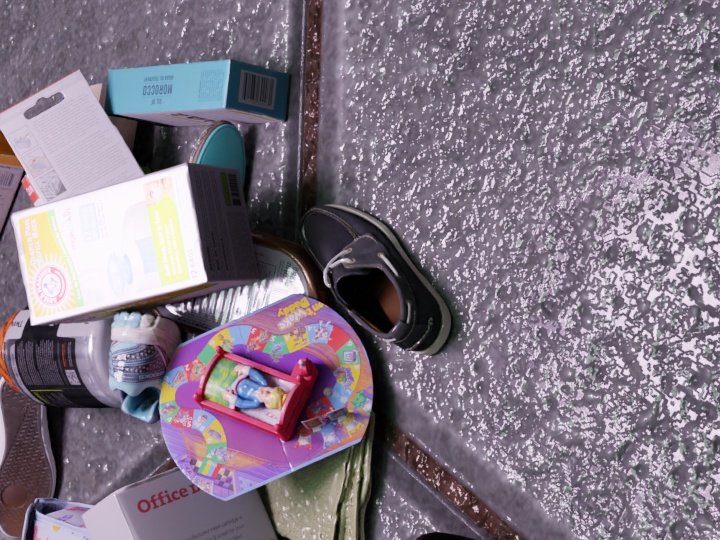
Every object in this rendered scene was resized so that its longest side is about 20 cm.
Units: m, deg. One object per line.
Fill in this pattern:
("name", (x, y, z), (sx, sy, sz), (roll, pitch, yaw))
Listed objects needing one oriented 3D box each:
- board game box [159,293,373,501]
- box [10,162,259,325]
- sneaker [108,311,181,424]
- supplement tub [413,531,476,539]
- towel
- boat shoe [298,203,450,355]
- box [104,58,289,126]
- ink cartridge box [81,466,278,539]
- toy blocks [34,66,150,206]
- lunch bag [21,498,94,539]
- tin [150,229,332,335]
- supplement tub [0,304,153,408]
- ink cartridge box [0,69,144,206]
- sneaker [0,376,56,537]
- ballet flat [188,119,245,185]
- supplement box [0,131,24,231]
("board game box", (-0.090, 0.104, 1.326), (0.199, 0.039, 0.159), (-23, 66, 1))
("box", (-0.210, -0.021, 1.386), (0.199, 0.101, 0.113), (-13, 85, 24))
("sneaker", (-0.201, 0.108, 1.433), (0.077, 0.200, 0.087), (7, 70, 16))
("supplement tub", (0.061, 0.324, 1.212), (0.107, 0.106, 0.201), (27, 106, 43))
("towel", (-0.062, 0.177, 1.397), (0.199, 0.036, 0.150), (14, 97, 44))
("boat shoe", (0.000, 0.000, 1.331), (0.200, 0.067, 0.072), (46, 118, 39))
("box", (-0.168, -0.178, 1.504), (0.199, 0.082, 0.050), (4, 87, 45))
("ink cartridge box", (-0.146, 0.283, 1.362), (0.086, 0.147, 0.201), (-36, 74, 46))
("toy blocks", (-0.305, -0.121, 1.638), (0.136, 0.099, 0.202), (2, 81, 54))
("lunch bag", (-0.300, 0.337, 1.560), (0.199, 0.126, 0.171), (7, 89, 52))
("tin", (-0.122, 0.014, 1.422), (0.199, 0.042, 0.113), (16, 93, 23))
("supplement tub", (-0.293, 0.084, 1.574), (0.199, 0.122, 0.124), (-4, 83, 44))
("ink cartridge box", (-0.284, -0.092, 1.533), (0.201, 0.109, 0.050), (60, 162, -5))
("sneaker", (-0.385, 0.202, 1.710), (0.085, 0.072, 0.202), (-133, 47, -75))
("ballet flat", (-0.155, -0.048, 1.495), (0.075, 0.067, 0.202), (-3, 87, 56))
("supplement box", (-0.496, -0.083, 1.826), (0.126, 0.073, 0.201), (42, 115, 39))
